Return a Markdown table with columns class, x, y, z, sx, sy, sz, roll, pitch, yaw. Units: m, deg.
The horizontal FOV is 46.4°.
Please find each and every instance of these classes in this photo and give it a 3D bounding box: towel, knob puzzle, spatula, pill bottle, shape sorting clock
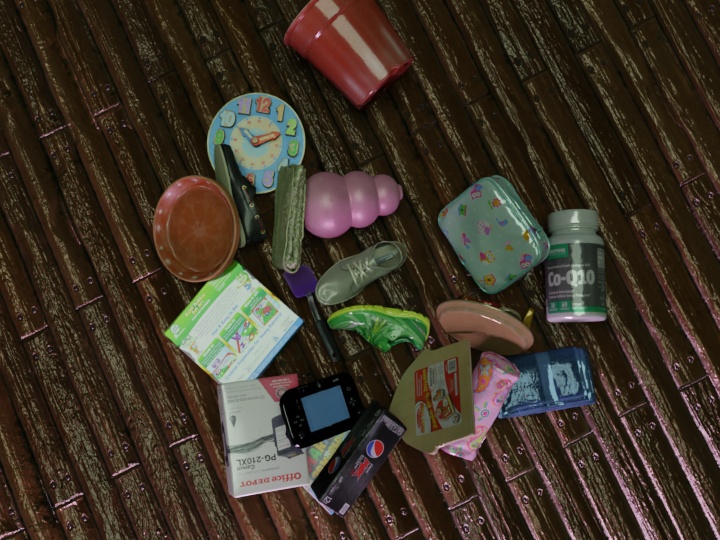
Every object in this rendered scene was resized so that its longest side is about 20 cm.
| class | x | y | z | sx | sy | sz | roll | pitch | yaw |
| --- | --- | --- | --- | --- | --- | --- | --- | --- | --- |
| towel | -0.137 | -0.099 | 1.585 | 0.036 | 0.148 | 0.204 | 3 | 92 | -17 |
| knob puzzle | 0.133 | 0.241 | 1.547 | 0.030 | 0.218 | 0.223 | 24 | 82 | -39 |
| spatula | -0.086 | 0.083 | 1.625 | 0.056 | 0.021 | 0.202 | -23 | 85 | -18 |
| pill bottle | 0.402 | -0.006 | 1.578 | 0.111 | 0.113 | 0.204 | -1 | 82 | 1 |
| shape sorting clock | -0.207 | -0.253 | 1.664 | 0.196 | 0.039 | 0.204 | 0 | 82 | 2 |
| towel | 0.337 | 0.210 | 1.584 | 0.197 | 0.049 | 0.114 | -9 | 82 | 1 |

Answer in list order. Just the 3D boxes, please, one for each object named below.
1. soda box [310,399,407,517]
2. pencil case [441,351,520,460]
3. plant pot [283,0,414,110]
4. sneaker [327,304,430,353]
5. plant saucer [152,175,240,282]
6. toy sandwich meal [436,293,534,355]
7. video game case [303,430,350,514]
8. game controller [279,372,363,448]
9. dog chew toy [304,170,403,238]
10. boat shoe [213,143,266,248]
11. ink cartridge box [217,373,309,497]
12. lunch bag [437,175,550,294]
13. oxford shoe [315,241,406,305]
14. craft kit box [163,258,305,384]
| class | x | y | z | sx | sy | sz | roll | pitch | yaw |
| --- | --- | --- | --- | --- | --- | --- | --- | --- | --- |
| soda box | -0.004 | 0.342 | 1.536 | 0.063 | 0.071 | 0.201 | 38 | 88 | -19 |
| pencil case | 0.216 | 0.250 | 1.536 | 0.086 | 0.087 | 0.202 | 27 | 103 | 5 |
| plant pot | -0.011 | -0.431 | 1.616 | 0.200 | 0.201 | 0.196 | -41 | 92 | -4 |
| sneaker | 0.033 | 0.111 | 1.592 | 0.196 | 0.074 | 0.085 | 6 | 79 | 2 |
| plant saucer | -0.313 | -0.080 | 1.616 | 0.197 | 0.032 | 0.204 | 1 | 92 | 27 |
| toy sandwich meal | 0.229 | 0.087 | 1.531 | 0.202 | 0.206 | 0.071 | 21 | 67 | 4 |
| video game case | -0.078 | 0.337 | 1.594 | 0.200 | 0.018 | 0.143 | 43 | 86 | 7 |
| game controller | -0.068 | 0.252 | 1.531 | 0.042 | 0.199 | 0.106 | -12 | 88 | 39 |
| dog chew toy | -0.016 | -0.134 | 1.608 | 0.197 | 0.125 | 0.127 | -11 | 82 | -8 |
| boat shoe | -0.235 | -0.149 | 1.628 | 0.062 | 0.073 | 0.204 | -18 | 93 | -22 |
| ink cartridge box | -0.177 | 0.299 | 1.532 | 0.142 | 0.084 | 0.204 | -6 | 83 | -16 |
| lunch bag | 0.256 | -0.068 | 1.578 | 0.160 | 0.077 | 0.201 | -39 | 79 | 27 |
| oxford shoe | 0.000 | 0.000 | 1.613 | 0.198 | 0.058 | 0.076 | -28 | 86 | -4 |
| craft kit box | -0.241 | 0.111 | 1.617 | 0.197 | 0.049 | 0.201 | 41 | 85 | 4 |
